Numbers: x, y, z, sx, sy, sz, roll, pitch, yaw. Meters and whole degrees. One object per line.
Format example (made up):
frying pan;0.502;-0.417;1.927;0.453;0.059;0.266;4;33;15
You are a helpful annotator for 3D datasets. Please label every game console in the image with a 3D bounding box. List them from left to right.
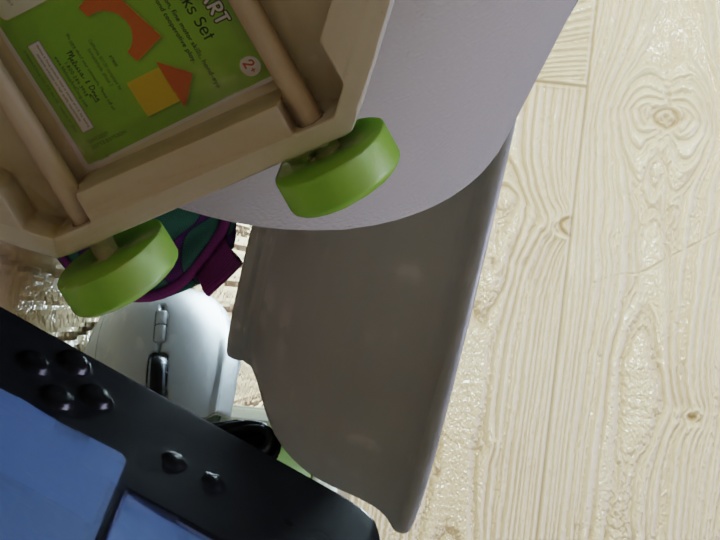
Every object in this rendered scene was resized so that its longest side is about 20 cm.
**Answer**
game console;-0.081;0.088;0.584;0.031;0.176;0.200;-61;-174;28

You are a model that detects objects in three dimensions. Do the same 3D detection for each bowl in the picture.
bowl;0.000;0.000;0.867;0.201;0.090;0.202;13;90;-90

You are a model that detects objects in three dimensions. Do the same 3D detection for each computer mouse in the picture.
computer mouse;-0.091;0.045;0.944;0.200;0.109;0.044;-100;-170;-69

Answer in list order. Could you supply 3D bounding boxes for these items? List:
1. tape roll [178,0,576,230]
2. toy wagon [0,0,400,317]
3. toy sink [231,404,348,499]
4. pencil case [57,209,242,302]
tape roll;-0.021;-0.131;0.644;0.139;0.202;0.203;116;-10;-45
toy wagon;-0.048;-0.081;0.523;0.155;0.199;0.040;60;21;-20
toy sink;-0.074;0.130;0.987;0.200;0.130;0.112;-72;167;-64
pencil case;-0.077;-0.053;0.930;0.085;0.092;0.200;-45;-173;18
